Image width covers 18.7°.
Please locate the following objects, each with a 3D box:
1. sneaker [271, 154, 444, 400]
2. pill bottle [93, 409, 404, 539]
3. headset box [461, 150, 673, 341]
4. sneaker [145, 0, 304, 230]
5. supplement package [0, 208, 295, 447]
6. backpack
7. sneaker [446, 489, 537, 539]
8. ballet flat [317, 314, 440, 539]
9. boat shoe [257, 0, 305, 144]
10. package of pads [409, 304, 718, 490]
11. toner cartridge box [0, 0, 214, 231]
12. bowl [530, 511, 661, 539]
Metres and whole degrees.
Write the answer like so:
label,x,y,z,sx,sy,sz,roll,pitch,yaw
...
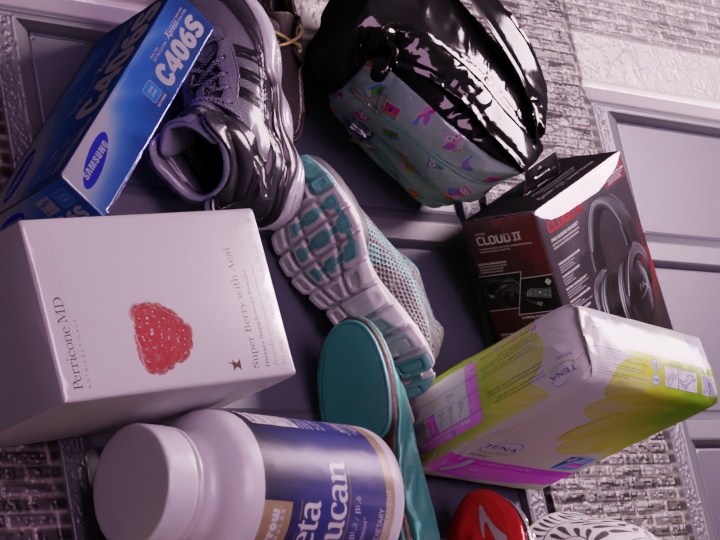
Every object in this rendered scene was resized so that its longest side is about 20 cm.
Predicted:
label,x,y,z,sx,sy,sz,roll,pitch,yaw
sneaker,0.000,0.000,1.662,0.201,0.077,0.091,62,26,-8
pill bottle,-0.076,0.151,1.466,0.199,0.111,0.112,10,64,-43
headset box,0.171,0.004,1.788,0.149,0.077,0.201,-33,110,-49
sneaker,-0.107,-0.126,1.581,0.114,0.075,0.201,-7,80,-61
supplement package,-0.163,0.037,1.425,0.199,0.119,0.122,-5,76,-47
backpack,0.055,-0.148,1.735,0.200,0.126,0.167,43,49,-21
sneaker,0.078,0.240,1.593,0.085,0.077,0.201,53,38,-43
ballet flat,0.015,0.134,1.612,0.070,0.067,0.201,16,60,-63
boat shoe,-0.078,-0.188,1.666,0.071,0.060,0.202,-3,74,-46
package of pads,0.144,0.098,1.651,0.154,0.200,0.069,14,55,-41
toner cartridge box,-0.177,-0.100,1.497,0.043,0.095,0.201,43,45,-20
bowl,0.213,0.275,1.717,0.200,0.094,0.202,22,56,-37
